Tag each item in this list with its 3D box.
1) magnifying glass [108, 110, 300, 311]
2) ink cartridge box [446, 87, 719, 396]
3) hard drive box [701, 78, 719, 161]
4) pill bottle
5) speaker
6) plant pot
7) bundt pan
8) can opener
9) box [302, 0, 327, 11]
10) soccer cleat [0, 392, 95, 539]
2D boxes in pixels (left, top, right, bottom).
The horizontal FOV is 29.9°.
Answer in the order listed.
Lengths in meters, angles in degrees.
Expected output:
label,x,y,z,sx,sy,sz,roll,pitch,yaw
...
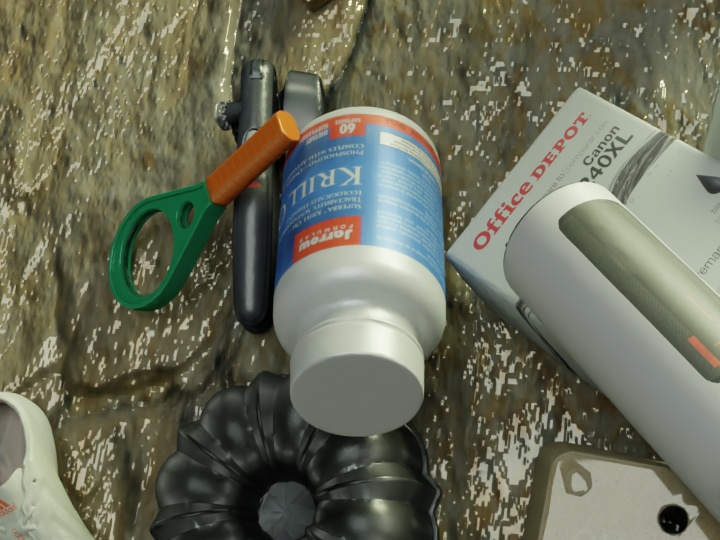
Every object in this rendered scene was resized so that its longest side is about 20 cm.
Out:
label,x,y,z,sx,sy,sz,roll,pitch,yaw
magnifying glass,-0.113,-0.042,0.944,0.200,0.022,0.080,-40,54,32
ink cartridge box,0.169,-0.004,0.832,0.146,0.083,0.200,-51,46,-2
hard drive box,0.301,-0.040,0.805,0.076,0.156,0.200,-36,67,-11
pill bottle,0.000,0.000,0.866,0.110,0.113,0.202,-10,46,11
speaker,0.158,0.041,0.700,0.081,0.081,0.200,-37,46,0
plant pot,0.171,0.195,0.749,0.197,0.177,0.203,8,73,16
bundt pan,-0.051,0.156,0.878,0.199,0.076,0.205,-5,70,14
can opener,-0.071,-0.057,0.964,0.077,0.063,0.203,1,71,14
box,-0.005,-0.320,1.062,0.199,0.021,0.164,-37,66,0
soccer cleat,-0.220,0.174,0.914,0.069,0.078,0.202,-28,67,3
